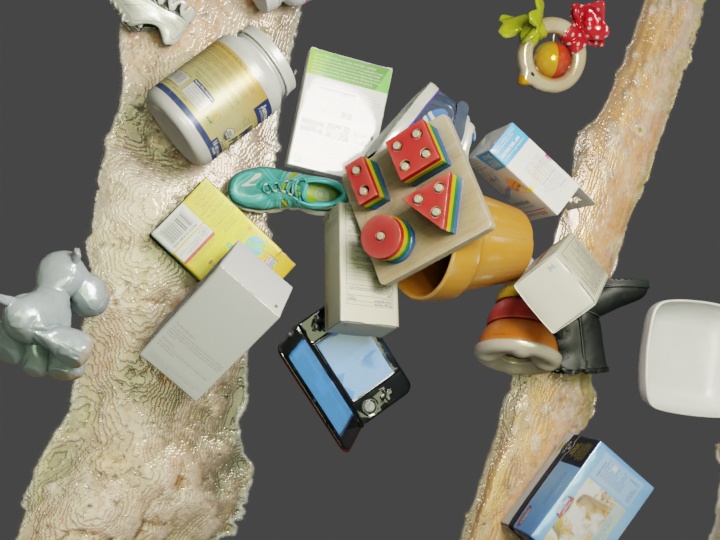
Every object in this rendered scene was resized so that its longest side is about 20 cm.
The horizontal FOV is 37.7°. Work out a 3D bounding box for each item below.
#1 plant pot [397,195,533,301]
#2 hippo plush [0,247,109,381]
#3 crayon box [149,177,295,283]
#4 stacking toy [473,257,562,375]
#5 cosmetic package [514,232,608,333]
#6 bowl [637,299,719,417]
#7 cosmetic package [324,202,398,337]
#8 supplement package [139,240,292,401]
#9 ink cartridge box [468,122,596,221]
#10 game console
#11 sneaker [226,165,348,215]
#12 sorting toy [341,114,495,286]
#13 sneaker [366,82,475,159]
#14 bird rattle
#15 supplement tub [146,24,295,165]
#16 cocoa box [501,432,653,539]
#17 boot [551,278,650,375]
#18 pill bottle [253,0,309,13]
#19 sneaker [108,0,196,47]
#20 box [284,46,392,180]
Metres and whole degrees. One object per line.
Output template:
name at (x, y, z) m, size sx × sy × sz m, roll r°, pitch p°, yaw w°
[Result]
plant pot at (0.172, -0.047, 1.711) m, size 0.183 × 0.200 × 0.201 m, roll 4°, pitch 86°, yaw -30°
hippo plush at (-0.468, 0.054, 1.575) m, size 0.200 × 0.159 × 0.161 m, roll 41°, pitch 47°, yaw -24°
crayon box at (-0.218, -0.032, 1.670) m, size 0.200 × 0.051 × 0.127 m, roll 45°, pitch 78°, yaw -8°
stacking toy at (0.272, 0.066, 1.769) m, size 0.146 × 0.146 × 0.200 m, roll 15°, pitch 68°, yaw -14°
cosmetic package at (0.322, 0.016, 1.679) m, size 0.087 × 0.200 × 0.103 m, roll -39°, pitch 86°, yaw 21°
bowl at (0.576, 0.153, 1.858) m, size 0.199 × 0.075 × 0.200 m, roll 8°, pitch 86°, yaw -14°
cosmetic package at (0.000, 0.000, 1.683) m, size 0.105 × 0.071 × 0.200 m, roll 9°, pitch 69°, yaw -21°
supplement package at (-0.215, 0.075, 1.590) m, size 0.117 × 0.117 × 0.200 m, roll 42°, pitch 110°, yaw -9°
ink cartridge box at (0.285, -0.149, 1.773) m, size 0.200 × 0.115 × 0.068 m, roll 41°, pitch 79°, yaw -9°
game console at (-0.021, 0.157, 1.678) m, size 0.172 × 0.119 × 0.200 m, roll -34°, pitch 96°, yaw -13°
sneaker at (-0.113, -0.131, 1.687) m, size 0.200 × 0.080 × 0.078 m, roll 1°, pitch 87°, yaw -14°
sorting toy at (0.072, -0.109, 1.590) m, size 0.200 × 0.070 × 0.199 m, roll -29°, pitch 69°, yaw 23°
sneaker at (0.115, -0.202, 1.734) m, size 0.146 × 0.081 × 0.200 m, roll 44°, pitch 59°, yaw -11°
bird rattle at (0.335, -0.389, 1.827) m, size 0.200 × 0.113 × 0.163 m, roll 1°, pitch 99°, yaw -27°
supplement tub at (-0.214, -0.273, 1.633) m, size 0.200 × 0.144 × 0.144 m, roll -40°, pitch 97°, yaw -13°
cocoa box at (0.360, 0.392, 1.760) m, size 0.133 × 0.131 × 0.200 m, roll 41°, pitch 78°, yaw -9°
boot at (0.404, 0.096, 1.816) m, size 0.198 × 0.073 × 0.163 m, roll -3°, pitch 86°, yaw -8°
pill bottle at (-0.084, -0.493, 1.695) m, size 0.200 × 0.109 × 0.109 m, roll -30°, pitch 95°, yaw -14°
sneaker at (-0.360, -0.421, 1.643) m, size 0.200 × 0.075 × 0.081 m, roll 28°, pitch 90°, yaw -12°
box at (-0.036, -0.252, 1.736) m, size 0.144 × 0.036 × 0.200 m, roll 13°, pitch 86°, yaw -14°
